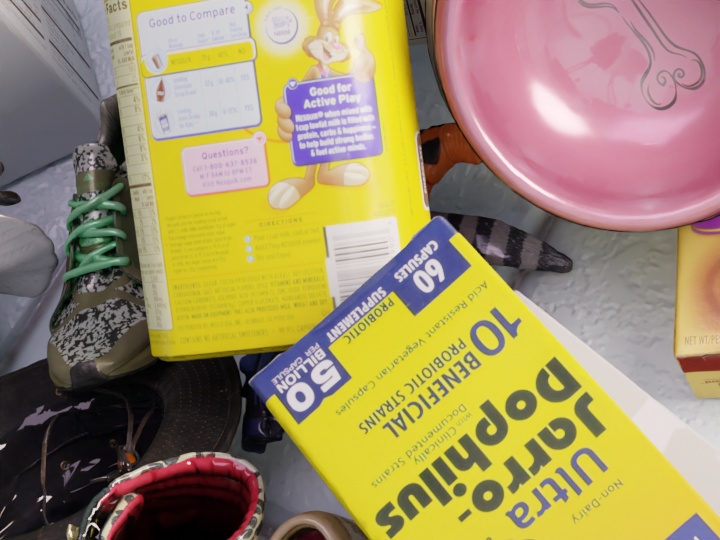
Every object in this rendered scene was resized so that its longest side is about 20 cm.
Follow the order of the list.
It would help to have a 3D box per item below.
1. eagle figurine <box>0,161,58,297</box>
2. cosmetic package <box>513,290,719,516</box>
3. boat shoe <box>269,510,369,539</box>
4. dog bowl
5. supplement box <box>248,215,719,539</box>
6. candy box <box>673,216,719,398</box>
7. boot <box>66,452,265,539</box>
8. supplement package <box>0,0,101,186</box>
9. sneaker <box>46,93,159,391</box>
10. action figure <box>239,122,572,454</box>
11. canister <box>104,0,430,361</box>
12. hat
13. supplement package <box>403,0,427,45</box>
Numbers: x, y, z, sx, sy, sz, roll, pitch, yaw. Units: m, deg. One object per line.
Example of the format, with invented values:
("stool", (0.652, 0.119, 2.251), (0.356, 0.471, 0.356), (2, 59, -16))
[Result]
("eagle figurine", (-0.266, 0.024, 0.999), (0.151, 0.151, 0.201), (33, 70, -5))
("cosmetic package", (0.133, 0.097, 0.847), (0.051, 0.083, 0.200), (-47, 57, -4))
("boat shoe", (-0.035, 0.196, 0.777), (0.073, 0.069, 0.202), (3, 72, 18))
("dog bowl", (0.121, -0.107, 0.829), (0.198, 0.074, 0.203), (3, 107, 10))
("supplement box", (0.064, 0.096, 0.763), (0.109, 0.110, 0.200), (-41, 58, -1))
("candy box", (0.214, -0.043, 0.903), (0.115, 0.057, 0.202), (-5, 61, 21))
("boot", (-0.129, 0.159, 0.813), (0.202, 0.155, 0.074), (-19, 56, -21))
("supplement package", (-0.272, -0.115, 1.070), (0.198, 0.156, 0.112), (-24, 58, 8))
("sneaker", (-0.134, -0.020, 0.974), (0.076, 0.089, 0.201), (-15, 36, 16))
("action figure", (0.000, 0.000, 0.956), (0.192, 0.104, 0.202), (4, 79, 31))
("canister", (-0.042, -0.066, 0.863), (0.147, 0.086, 0.203), (-6, 93, 21))
("hat", (-0.140, 0.115, 0.936), (0.198, 0.081, 0.201), (-16, 33, 11))
("supplement package", (0.034, -0.216, 0.964), (0.198, 0.148, 0.192), (-6, 27, 19))
